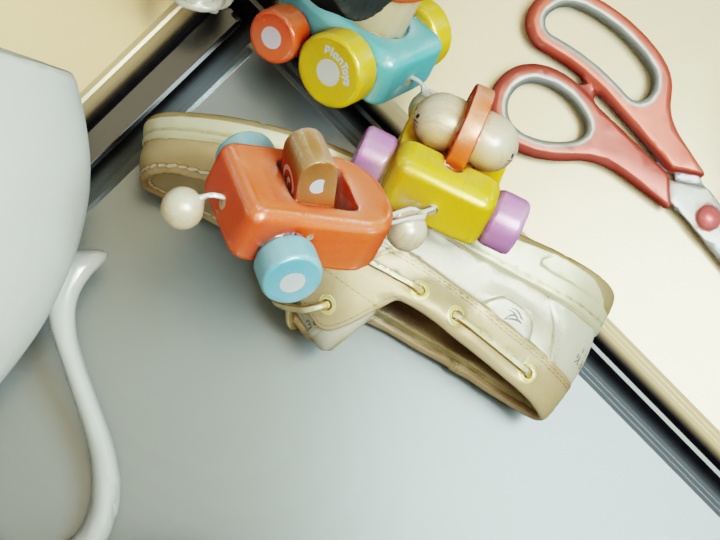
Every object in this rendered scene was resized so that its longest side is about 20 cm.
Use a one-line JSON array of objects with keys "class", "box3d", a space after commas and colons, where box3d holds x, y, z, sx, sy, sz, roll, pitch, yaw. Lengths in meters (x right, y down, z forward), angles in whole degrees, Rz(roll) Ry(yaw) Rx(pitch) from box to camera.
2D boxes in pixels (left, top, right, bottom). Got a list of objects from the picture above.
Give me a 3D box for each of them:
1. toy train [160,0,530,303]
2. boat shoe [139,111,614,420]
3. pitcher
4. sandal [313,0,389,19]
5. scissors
[{"class": "toy train", "box3d": [-0.009, -0.070, 0.923, 0.150, 0.056, 0.200, 9, 39, -26]}, {"class": "boat shoe", "box3d": [0.000, 0.000, 0.974, 0.200, 0.074, 0.069, 22, 77, -5]}, {"class": "pitcher", "box3d": [-0.154, 0.015, 0.944, 0.171, 0.121, 0.200, 16, 94, -26]}, {"class": "sandal", "box3d": [0.051, -0.168, 0.917, 0.048, 0.075, 0.201, 22, 66, 31]}, {"class": "scissors", "box3d": [0.140, -0.036, 1.022, 0.200, 0.014, 0.073, 38, 80, -1]}]
